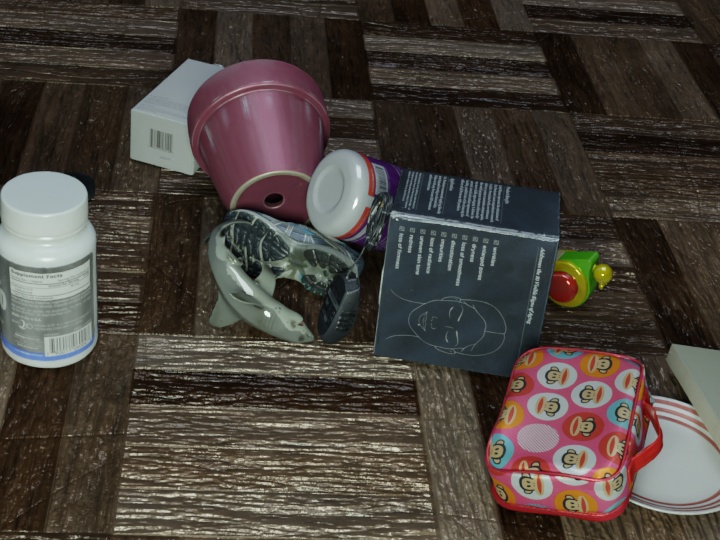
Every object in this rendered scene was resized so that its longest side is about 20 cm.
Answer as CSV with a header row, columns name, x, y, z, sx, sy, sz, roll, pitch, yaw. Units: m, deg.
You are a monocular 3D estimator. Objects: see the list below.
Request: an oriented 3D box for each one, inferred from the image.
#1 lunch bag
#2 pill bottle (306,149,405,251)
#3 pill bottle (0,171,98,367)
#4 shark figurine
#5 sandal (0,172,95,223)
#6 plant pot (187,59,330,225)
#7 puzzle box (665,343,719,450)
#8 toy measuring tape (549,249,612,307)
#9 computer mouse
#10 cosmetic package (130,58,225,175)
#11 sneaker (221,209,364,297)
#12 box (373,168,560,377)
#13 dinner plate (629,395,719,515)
name,x,y,z,sx,sy,sz,roll,pitch,yaw
lunch bag,0.236,0.170,1.418,0.174,0.083,0.201,3,39,24
pill bottle,0.033,-0.082,1.740,0.199,0.113,0.113,16,22,-39
pill bottle,-0.354,-0.001,1.506,0.112,0.202,0.114,5,32,-3
shark figurine,-0.161,0.020,1.620,0.128,0.090,0.215,7,39,-52
sandal,-0.432,-0.092,1.776,0.075,0.043,0.200,19,35,18
plant pot,-0.128,-0.152,1.807,0.197,0.201,0.180,-3,50,-15
puzzle box,0.447,0.157,1.541,0.131,0.026,0.201,9,28,-14
toy measuring tape,0.240,0.011,1.742,0.198,0.074,0.073,1,25,36
computer mouse,0.000,0.000,1.582,0.034,0.202,0.059,16,23,-21
cosmetic package,-0.253,-0.233,1.985,0.106,0.086,0.200,16,33,13
sneaker,-0.087,-0.025,1.726,0.198,0.078,0.086,25,24,15
box,0.126,0.005,1.582,0.194,0.202,0.124,10,32,5
dinner plate,0.333,0.207,1.475,0.198,0.024,0.201,5,33,-4
